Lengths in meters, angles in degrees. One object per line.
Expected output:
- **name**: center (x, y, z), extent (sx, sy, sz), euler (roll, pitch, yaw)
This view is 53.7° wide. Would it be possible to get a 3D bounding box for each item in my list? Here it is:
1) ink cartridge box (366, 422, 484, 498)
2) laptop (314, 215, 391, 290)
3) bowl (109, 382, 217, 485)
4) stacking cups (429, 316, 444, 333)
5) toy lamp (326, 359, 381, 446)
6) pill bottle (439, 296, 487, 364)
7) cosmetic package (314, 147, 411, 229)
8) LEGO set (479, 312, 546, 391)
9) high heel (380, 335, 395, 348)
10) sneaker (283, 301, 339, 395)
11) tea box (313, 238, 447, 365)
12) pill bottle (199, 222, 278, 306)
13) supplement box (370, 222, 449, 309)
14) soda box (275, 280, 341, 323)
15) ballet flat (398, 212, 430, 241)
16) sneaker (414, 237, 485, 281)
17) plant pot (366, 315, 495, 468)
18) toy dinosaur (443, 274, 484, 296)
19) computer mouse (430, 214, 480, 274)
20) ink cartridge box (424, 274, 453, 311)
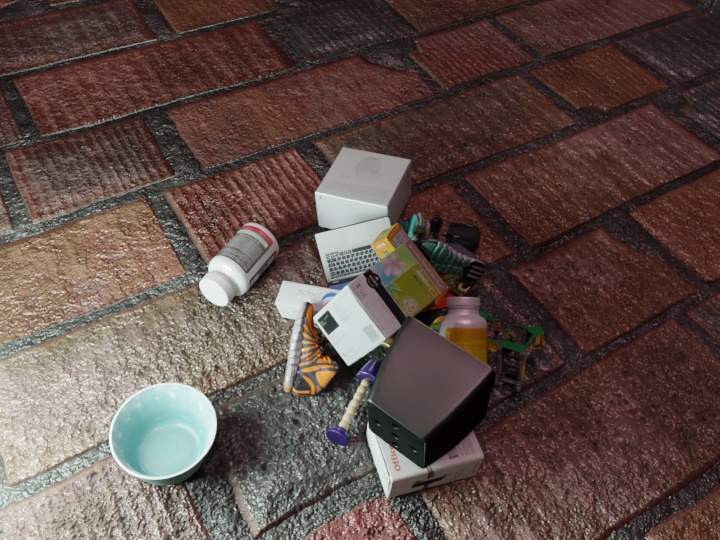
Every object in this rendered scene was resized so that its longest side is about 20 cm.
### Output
- **ink cartridge box**: center (0.124, 0.352, 1.423), extent (0.197, 0.084, 0.145), euler (-9, 50, -16)
- **laptop**: center (0.000, 0.000, 1.668), extent (0.185, 0.203, 0.116), euler (-13, 15, 6)
- **bowl**: center (-0.374, 0.331, 1.372), extent (0.198, 0.106, 0.203), euler (4, 48, -4)
- **stacking cups**: center (0.162, 0.158, 1.554), extent (0.060, 0.061, 0.200), euler (23, 21, 13)
- **toy lamp**: center (-0.006, 0.273, 1.499), extent (0.058, 0.059, 0.201), euler (22, 53, 13)
- **pill bottle**: center (0.217, 0.159, 1.499), extent (0.103, 0.104, 0.203), euler (1, 86, -5)
- **cosmetic package**: center (0.011, -0.201, 1.856), extent (0.197, 0.124, 0.201), euler (13, 47, 16)
- **LEGO set**: center (0.310, 0.187, 1.592), extent (0.197, 0.117, 0.154), euler (10, 28, 19)
- **high heel**: center (0.066, 0.193, 1.586), extent (0.141, 0.072, 0.202), euler (-15, 59, 5)
- **sneaker**: center (-0.099, 0.174, 1.548), extent (0.110, 0.078, 0.203), euler (10, 77, -8)
- **tea box**: center (0.038, 0.067, 1.470), extent (0.196, 0.200, 0.134), euler (-37, 87, -32)
- **pill bottle**: center (-0.288, -0.012, 1.678), extent (0.110, 0.112, 0.201), euler (24, 50, 15)
- **supplement box**: center (0.113, -0.007, 1.626), extent (0.201, 0.066, 0.069), euler (53, 52, -10)
- **soda box**: center (-0.089, 0.081, 1.619), extent (0.197, 0.068, 0.064), euler (9, 60, 16)
- **ballet flat**: center (0.141, -0.102, 1.772), extent (0.073, 0.200, 0.075), euler (-1, 93, -12)
- **sneaker**: center (0.203, -0.038, 1.698), extent (0.198, 0.075, 0.088), euler (23, 25, -25)
- **plant pot**: center (0.116, 0.247, 1.343), extent (0.198, 0.201, 0.178), euler (32, 63, 23)
- **toy dinosaur**: center (0.235, 0.037, 1.740), extent (0.198, 0.059, 0.101), euler (-15, 39, -33)
- **computer mouse**: center (0.240, -0.054, 1.780), extent (0.198, 0.143, 0.046), euler (10, 3, -45)
- **ink cartridge box**: center (0.131, 0.013, 1.749), extent (0.171, 0.044, 0.202), euler (-9, 50, -12)
